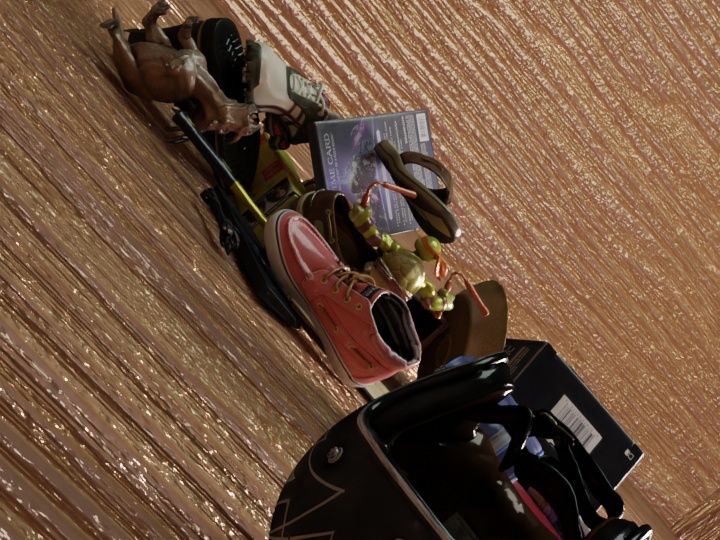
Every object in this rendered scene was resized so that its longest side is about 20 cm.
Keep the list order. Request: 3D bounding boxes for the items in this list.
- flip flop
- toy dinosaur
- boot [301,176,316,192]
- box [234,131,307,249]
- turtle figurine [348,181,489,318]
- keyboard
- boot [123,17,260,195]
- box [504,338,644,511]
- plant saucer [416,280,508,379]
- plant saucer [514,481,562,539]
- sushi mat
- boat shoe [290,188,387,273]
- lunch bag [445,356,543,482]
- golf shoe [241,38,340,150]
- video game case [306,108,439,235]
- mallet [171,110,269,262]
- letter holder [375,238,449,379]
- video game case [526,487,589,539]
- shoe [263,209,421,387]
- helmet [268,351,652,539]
[{"bbox_3d":[0.070,-0.099,1.502,0.081,0.057,0.200,61,0,-31],"label":"flip flop"},{"bbox_3d":[-0.212,-0.207,1.458,0.199,0.086,0.136,28,-39,24],"label":"toy dinosaur"},{"bbox_3d":[-0.056,-0.099,1.686,0.200,0.154,0.074,43,-29,58],"label":"boot"},{"bbox_3d":[-0.106,-0.092,1.589,0.050,0.075,0.200,46,9,-28],"label":"box"},{"bbox_3d":[0.034,0.018,1.428,0.200,0.161,0.064,47,12,-23],"label":"turtle figurine"},{"bbox_3d":[-0.121,-0.027,1.373,0.127,0.021,0.200,54,3,-38],"label":"keyboard"},{"bbox_3d":[-0.195,-0.189,1.555,0.077,0.138,0.201,-31,121,-57],"label":"boot"},{"bbox_3d":[0.206,0.191,1.667,0.197,0.117,0.200,48,-16,-15],"label":"box"},{"bbox_3d":[0.112,0.101,1.601,0.035,0.201,0.200,20,16,-16],"label":"plant saucer"},{"bbox_3d":[0.169,0.284,1.485,0.201,0.051,0.201,49,7,-8],"label":"plant saucer"},{"bbox_3d":[-0.011,0.097,1.462,0.200,0.012,0.096,50,8,-7],"label":"sushi mat"},{"bbox_3d":[-0.003,0.003,1.481,0.075,0.075,0.203,-46,113,-42],"label":"boat shoe"},{"bbox_3d":[0.088,0.166,1.212,0.132,0.136,0.200,51,7,9],"label":"lunch bag"},{"bbox_3d":[-0.081,-0.205,1.527,0.200,0.088,0.078,58,29,-69],"label":"golf shoe"},{"bbox_3d":[0.021,-0.111,1.590,0.200,0.019,0.144,-13,96,-46],"label":"video game case"},{"bbox_3d":[-0.127,-0.085,1.417,0.200,0.041,0.066,52,4,2],"label":"mallet"},{"bbox_3d":[-0.001,0.008,1.641,0.142,0.100,0.200,43,10,-37],"label":"letter holder"},{"bbox_3d":[0.255,0.337,1.606,0.182,0.022,0.200,53,-13,16],"label":"video game case"},{"bbox_3d":[-0.015,0.019,1.348,0.071,0.091,0.201,-35,99,-45],"label":"shoe"},{"bbox_3d":[0.042,0.156,0.745,0.200,0.190,0.201,36,-39,36],"label":"helmet"}]
